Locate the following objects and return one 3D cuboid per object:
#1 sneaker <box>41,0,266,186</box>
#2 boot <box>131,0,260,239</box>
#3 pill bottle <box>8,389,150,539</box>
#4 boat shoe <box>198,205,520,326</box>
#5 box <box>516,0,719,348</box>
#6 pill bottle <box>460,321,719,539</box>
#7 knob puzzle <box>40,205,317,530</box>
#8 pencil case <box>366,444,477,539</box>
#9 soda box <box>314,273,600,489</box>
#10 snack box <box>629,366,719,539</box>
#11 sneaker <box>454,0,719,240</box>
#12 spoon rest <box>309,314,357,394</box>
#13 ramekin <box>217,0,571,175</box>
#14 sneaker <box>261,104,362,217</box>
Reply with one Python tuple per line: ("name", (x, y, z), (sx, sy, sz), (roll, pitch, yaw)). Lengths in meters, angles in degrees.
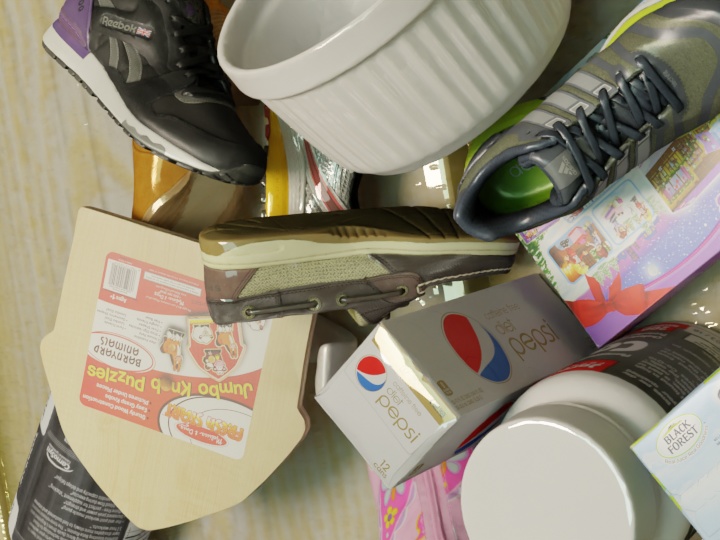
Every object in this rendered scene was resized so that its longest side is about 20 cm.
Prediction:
("sneaker", (-0.120, -0.132, 0.912), (0.200, 0.076, 0.088), (41, 108, 30))
("boot", (-0.136, -0.104, 1.020), (0.144, 0.070, 0.202), (49, 127, 38))
("pill bottle", (-0.198, 0.158, 1.088), (0.106, 0.106, 0.201), (34, 115, 23))
("boat shoe", (0.000, 0.000, 0.899), (0.072, 0.199, 0.067), (-134, 44, -66))
("box", (0.172, -0.068, 0.845), (0.200, 0.039, 0.137), (-43, 75, 31))
("pill bottle", (0.142, 0.101, 0.800), (0.113, 0.200, 0.115), (7, 103, 31))
("knob puzzle", (-0.122, 0.076, 0.979), (0.218, 0.030, 0.222), (3, 99, 18))
("pencil case", (0.046, 0.133, 0.870), (0.088, 0.087, 0.201), (-55, 28, 28))
("soda box", (0.063, 0.058, 0.843), (0.068, 0.200, 0.064), (49, 119, 16))
("snack box", (0.244, 0.038, 0.722), (0.068, 0.200, 0.169), (50, 120, 14))
("sneaker", (0.128, -0.073, 0.782), (0.074, 0.081, 0.200), (45, 126, -9))
("spoon rest", (-0.072, 0.044, 1.024), (0.199, 0.060, 0.100), (19, 108, 43))
("ramekin", (0.026, -0.147, 0.833), (0.199, 0.201, 0.105), (-23, 125, 34))
("sneaker", (-0.019, -0.102, 0.954), (0.081, 0.078, 0.202), (0, 96, 6))
